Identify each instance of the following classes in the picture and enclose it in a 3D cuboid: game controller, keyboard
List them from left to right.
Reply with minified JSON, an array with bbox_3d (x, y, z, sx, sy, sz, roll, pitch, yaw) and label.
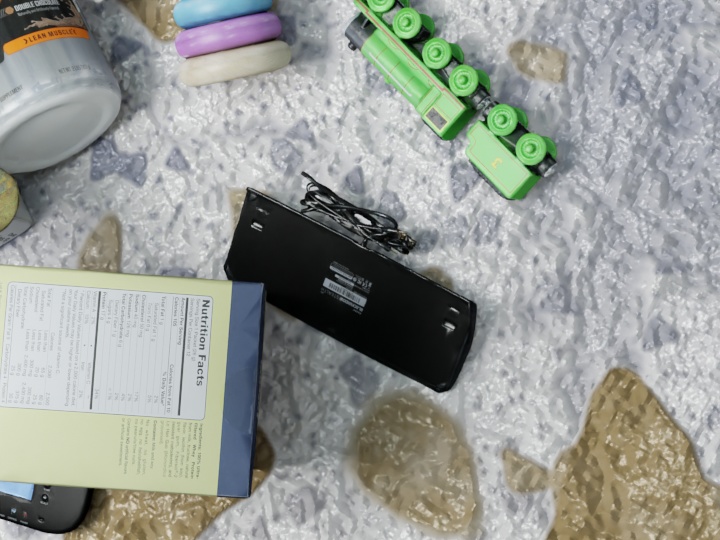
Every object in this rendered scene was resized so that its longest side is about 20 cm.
[{"bbox_3d":[-0.287,0.128,1.197,0.198,0.042,0.105,14,86,17],"label":"game controller"},{"bbox_3d":[0.000,0.000,1.149,0.199,0.040,0.105,28,113,16],"label":"keyboard"}]

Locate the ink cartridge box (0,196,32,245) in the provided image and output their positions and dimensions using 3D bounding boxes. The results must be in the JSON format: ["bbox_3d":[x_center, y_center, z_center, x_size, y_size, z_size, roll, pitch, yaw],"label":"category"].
[{"bbox_3d":[-0.349,-0.108,1.190,0.084,0.146,0.201,-31,76,9],"label":"ink cartridge box"}]

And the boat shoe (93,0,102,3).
[{"bbox_3d":[-0.146,-0.282,1.204,0.200,0.070,0.071,-46,30,-14],"label":"boat shoe"}]

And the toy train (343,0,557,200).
[{"bbox_3d":[0.062,-0.130,1.141,0.200,0.042,0.056,47,106,16],"label":"toy train"}]

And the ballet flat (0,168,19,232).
[{"bbox_3d":[-0.332,-0.052,1.071,0.198,0.071,0.071,6,84,15],"label":"ballet flat"}]

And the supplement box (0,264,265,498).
[{"bbox_3d":[-0.165,0.070,1.060,0.198,0.200,0.136,4,88,-3],"label":"supplement box"}]

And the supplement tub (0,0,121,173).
[{"bbox_3d":[-0.272,-0.185,1.193,0.122,0.122,0.201,-31,76,9],"label":"supplement tub"}]

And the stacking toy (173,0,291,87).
[{"bbox_3d":[-0.109,-0.239,1.147,0.085,0.085,0.202,-9,99,13],"label":"stacking toy"}]
